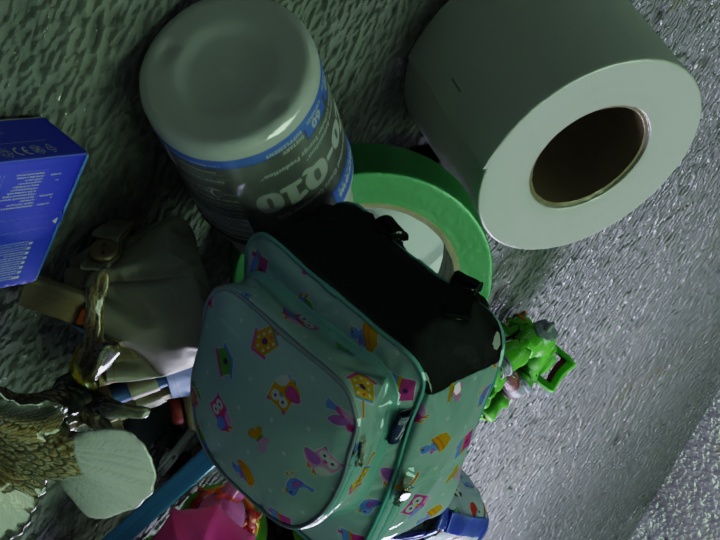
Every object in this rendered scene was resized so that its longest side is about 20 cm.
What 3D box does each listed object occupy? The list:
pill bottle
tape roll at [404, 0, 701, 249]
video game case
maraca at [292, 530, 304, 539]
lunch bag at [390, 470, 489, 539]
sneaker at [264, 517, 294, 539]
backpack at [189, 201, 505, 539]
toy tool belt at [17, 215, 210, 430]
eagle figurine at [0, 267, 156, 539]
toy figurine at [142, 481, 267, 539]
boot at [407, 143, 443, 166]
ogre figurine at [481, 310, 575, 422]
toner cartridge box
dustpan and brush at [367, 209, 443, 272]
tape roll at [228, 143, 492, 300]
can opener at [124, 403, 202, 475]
[{"bbox_3d":[-0.066,-0.083,1.057,0.114,0.114,0.200,-48,158,-12],"label":"pill bottle"},{"bbox_3d":[0.153,-0.135,1.292,0.203,0.139,0.203,-19,143,-15],"label":"tape roll"},{"bbox_3d":[-0.125,0.157,1.307,0.143,0.018,0.200,-43,177,23],"label":"video game case"},{"bbox_3d":[-0.036,0.132,1.194,0.107,0.200,0.137,-20,-176,-33],"label":"maraca"},{"bbox_3d":[0.015,0.196,1.500,0.124,0.200,0.170,-62,159,-1],"label":"lunch bag"},{"bbox_3d":[-0.066,0.250,1.497,0.070,0.200,0.090,-24,117,-22],"label":"sneaker"},{"bbox_3d":[-0.016,0.084,1.028,0.153,0.176,0.200,-30,143,-36],"label":"backpack"},{"bbox_3d":[-0.161,0.054,1.104,0.123,0.125,0.200,-12,143,-8],"label":"toy tool belt"},{"bbox_3d":[-0.236,0.095,0.954,0.151,0.152,0.200,-16,180,43],"label":"eagle figurine"},{"bbox_3d":[-0.124,0.238,1.344,0.184,0.150,0.200,116,-1,-59],"label":"toy figurine"},{"bbox_3d":[0.014,-0.022,1.374,0.200,0.069,0.174,-38,149,-55],"label":"boot"},{"bbox_3d":[0.177,0.115,1.856,0.120,0.098,0.200,-38,144,-7],"label":"ogre figurine"},{"bbox_3d":[-0.244,-0.029,0.878,0.200,0.043,0.095,-13,137,-57],"label":"toner cartridge box"},{"bbox_3d":[0.002,-0.037,1.280,0.140,0.057,0.200,-43,116,-14],"label":"dustpan and brush"},{"bbox_3d":[0.000,0.000,1.231,0.200,0.048,0.201,-4,123,-6],"label":"tape roll"},{"bbox_3d":[-0.116,0.079,1.283,0.200,0.067,0.053,-55,-177,-30],"label":"can opener"}]
